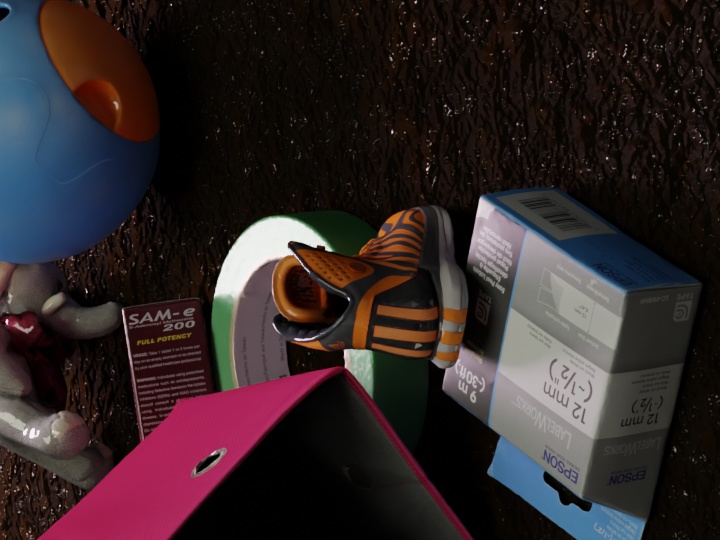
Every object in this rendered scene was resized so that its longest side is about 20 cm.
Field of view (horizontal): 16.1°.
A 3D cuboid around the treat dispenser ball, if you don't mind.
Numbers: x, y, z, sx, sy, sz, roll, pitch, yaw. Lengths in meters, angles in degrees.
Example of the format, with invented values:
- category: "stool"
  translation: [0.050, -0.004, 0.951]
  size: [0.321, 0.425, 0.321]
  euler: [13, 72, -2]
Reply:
- category: "treat dispenser ball"
  translation: [-0.249, -0.106, 1.900]
  size: [0.201, 0.201, 0.201]
  euler: [13, 106, 53]

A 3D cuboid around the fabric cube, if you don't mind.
- category: "fabric cube"
  translation: [-0.070, 0.201, 1.642]
  size: [0.199, 0.196, 0.200]
  euler: [-13, 116, 54]

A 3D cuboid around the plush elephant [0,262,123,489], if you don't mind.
- category: "plush elephant"
  translation: [-0.259, 0.060, 2.006]
  size: [0.200, 0.165, 0.155]
  euler: [23, 77, 17]

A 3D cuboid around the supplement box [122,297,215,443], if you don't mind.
- category: "supplement box"
  translation: [-0.131, 0.123, 1.856]
  size: [0.109, 0.061, 0.201]
  euler: [146, 115, -85]

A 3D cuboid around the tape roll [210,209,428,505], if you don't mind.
- category: "tape roll"
  translation: [-0.031, 0.059, 1.752]
  size: [0.200, 0.048, 0.201]
  euler: [13, 106, 54]

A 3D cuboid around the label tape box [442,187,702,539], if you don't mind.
- category: "label tape box"
  translation: [0.118, 0.070, 1.529]
  size: [0.143, 0.066, 0.200]
  euler: [36, 123, 46]

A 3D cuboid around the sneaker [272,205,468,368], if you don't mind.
- category: "sneaker"
  translation: [0.000, 0.000, 1.590]
  size: [0.200, 0.112, 0.078]
  euler: [-112, 30, -75]

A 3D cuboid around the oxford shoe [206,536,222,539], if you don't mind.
- category: "oxford shoe"
  translation: [-0.122, 0.252, 1.766]
  size: [0.072, 0.071, 0.200]
  euler: [-9, 56, 54]
